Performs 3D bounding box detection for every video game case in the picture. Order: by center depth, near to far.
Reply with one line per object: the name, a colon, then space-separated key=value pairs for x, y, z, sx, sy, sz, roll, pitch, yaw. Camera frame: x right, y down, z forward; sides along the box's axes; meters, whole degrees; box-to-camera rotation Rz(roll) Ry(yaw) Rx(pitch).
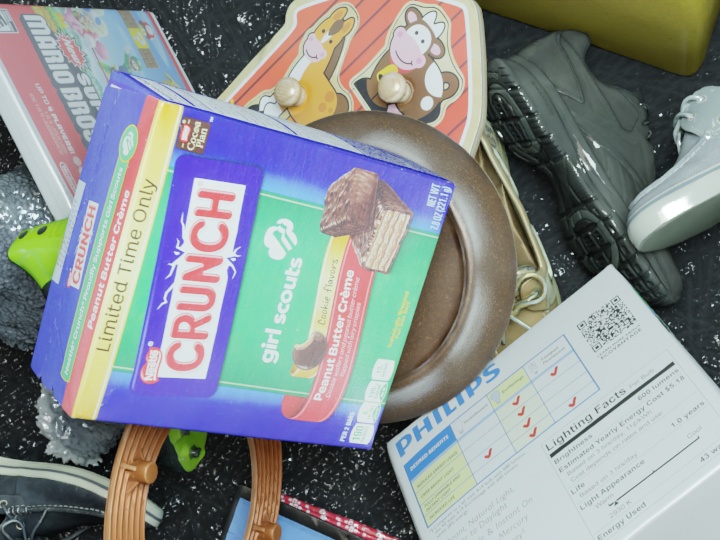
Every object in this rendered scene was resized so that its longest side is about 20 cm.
video game case: x=-0.164 y=-0.107 z=0.844 sx=0.017 sy=0.200 sz=0.144 roll=-30 pitch=85 yaw=25

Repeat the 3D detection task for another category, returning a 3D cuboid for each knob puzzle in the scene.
knob puzzle: x=0.000 y=-0.111 z=0.855 sx=0.217 sy=0.030 sz=0.223 roll=-5 pitch=80 yaw=30

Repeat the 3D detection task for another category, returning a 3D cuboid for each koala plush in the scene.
koala plush: x=-0.187 y=0.024 z=0.874 sx=0.176 sy=0.184 sz=0.202 roll=-29 pitch=98 yaw=11

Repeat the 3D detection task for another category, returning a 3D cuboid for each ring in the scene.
ring: x=-0.094 y=0.146 z=0.803 sx=0.019 sy=0.200 sz=0.204 roll=3 pitch=91 yaw=26

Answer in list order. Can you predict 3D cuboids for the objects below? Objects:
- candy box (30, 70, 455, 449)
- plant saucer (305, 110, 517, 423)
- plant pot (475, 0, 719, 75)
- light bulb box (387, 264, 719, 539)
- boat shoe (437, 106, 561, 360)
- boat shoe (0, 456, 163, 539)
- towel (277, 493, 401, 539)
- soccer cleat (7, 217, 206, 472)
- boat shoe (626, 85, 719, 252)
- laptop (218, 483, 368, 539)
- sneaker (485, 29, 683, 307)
candy box: x=-0.063 y=0.001 z=0.720 sx=0.198 sy=0.077 sz=0.171 roll=12 pitch=100 yaw=-35
plant saucer: x=0.000 y=0.000 z=0.822 sx=0.197 sy=0.032 sz=0.204 roll=2 pitch=96 yaw=15
plant pot: x=0.152 y=-0.252 z=0.785 sx=0.192 sy=0.200 sz=0.198 roll=20 pitch=95 yaw=9
light bulb box: x=0.143 y=0.138 z=0.776 sx=0.198 sy=0.201 sz=0.125 roll=-39 pitch=119 yaw=9
boat shoe: x=0.086 y=-0.013 z=0.867 sx=0.072 sy=0.063 sz=0.203 roll=-20 pitch=87 yaw=10
boat shoe: x=-0.232 y=0.170 z=0.917 sx=0.197 sy=0.075 sz=0.063 roll=5 pitch=67 yaw=16
towel: x=0.007 y=0.255 z=0.905 sx=0.197 sy=0.022 sz=0.147 roll=20 pitch=96 yaw=11
soccer cleat: x=-0.148 y=0.047 z=0.795 sx=0.080 sy=0.068 sz=0.202 roll=-1 pitch=131 yaw=21
boat shoe: x=0.235 y=-0.084 z=0.819 sx=0.199 sy=0.070 sz=0.072 roll=-32 pitch=72 yaw=-18
laptop: x=-0.051 y=0.277 z=0.856 sx=0.175 sy=0.201 sz=0.104 roll=21 pitch=134 yaw=12
sneaker: x=0.164 y=-0.069 z=0.849 sx=0.090 sy=0.076 sz=0.201 roll=-34 pitch=98 yaw=-18
